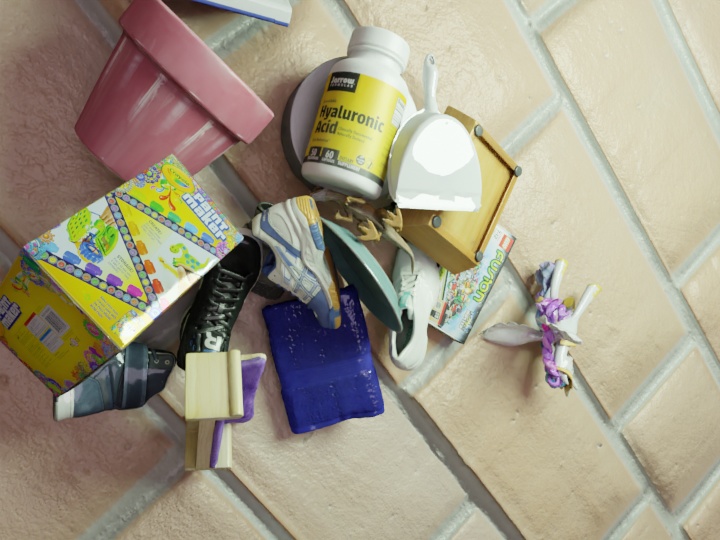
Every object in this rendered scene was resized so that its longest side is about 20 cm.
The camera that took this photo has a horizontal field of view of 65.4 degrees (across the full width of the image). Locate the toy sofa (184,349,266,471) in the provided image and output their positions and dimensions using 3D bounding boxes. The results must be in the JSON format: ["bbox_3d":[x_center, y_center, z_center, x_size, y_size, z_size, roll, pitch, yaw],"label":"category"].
[{"bbox_3d":[-0.175,0.185,0.719,0.096,0.201,0.084,2,54,-17],"label":"toy sofa"}]

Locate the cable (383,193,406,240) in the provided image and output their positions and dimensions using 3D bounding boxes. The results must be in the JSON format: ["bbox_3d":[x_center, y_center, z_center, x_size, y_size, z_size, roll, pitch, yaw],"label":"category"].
[{"bbox_3d":[0.114,-0.095,0.884,0.198,0.050,0.098,-15,126,-26],"label":"cable"}]

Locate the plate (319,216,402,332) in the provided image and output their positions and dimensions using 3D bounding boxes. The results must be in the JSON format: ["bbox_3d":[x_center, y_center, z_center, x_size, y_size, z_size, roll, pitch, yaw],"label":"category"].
[{"bbox_3d":[0.000,0.000,0.771,0.025,0.200,0.201,-37,105,-10],"label":"plate"}]

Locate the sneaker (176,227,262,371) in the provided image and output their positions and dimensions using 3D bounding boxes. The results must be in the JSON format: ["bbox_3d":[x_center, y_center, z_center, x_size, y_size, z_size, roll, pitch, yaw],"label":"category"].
[{"bbox_3d":[-0.174,0.053,0.711,0.072,0.113,0.201,18,123,-25],"label":"sneaker"}]

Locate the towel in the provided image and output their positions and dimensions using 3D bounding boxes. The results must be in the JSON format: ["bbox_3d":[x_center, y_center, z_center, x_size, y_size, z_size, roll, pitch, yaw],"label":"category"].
[{"bbox_3d":[-0.054,0.130,0.828,0.146,0.050,0.203,-13,101,0],"label":"towel"}]

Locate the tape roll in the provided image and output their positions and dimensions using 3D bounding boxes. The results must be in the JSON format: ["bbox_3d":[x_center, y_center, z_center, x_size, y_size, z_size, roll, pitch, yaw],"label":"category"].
[{"bbox_3d":[-0.014,-0.203,0.824,0.198,0.066,0.203,-2,95,-20],"label":"tape roll"}]

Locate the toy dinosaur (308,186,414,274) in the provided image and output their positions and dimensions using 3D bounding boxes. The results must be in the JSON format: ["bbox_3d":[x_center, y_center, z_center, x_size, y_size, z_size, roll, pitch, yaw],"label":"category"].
[{"bbox_3d":[0.026,-0.061,0.750,0.199,0.106,0.061,36,94,-17],"label":"toy dinosaur"}]

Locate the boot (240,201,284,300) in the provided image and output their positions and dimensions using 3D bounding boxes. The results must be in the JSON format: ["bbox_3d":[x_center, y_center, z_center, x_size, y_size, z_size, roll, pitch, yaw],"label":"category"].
[{"bbox_3d":[-0.157,-0.046,0.749,0.198,0.068,0.131,21,125,-27],"label":"boot"}]

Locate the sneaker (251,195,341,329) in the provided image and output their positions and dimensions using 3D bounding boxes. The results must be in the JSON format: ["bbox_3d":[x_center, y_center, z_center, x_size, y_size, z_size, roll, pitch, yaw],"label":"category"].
[{"bbox_3d":[-0.079,-0.002,0.721,0.087,0.076,0.202,-14,125,2],"label":"sneaker"}]

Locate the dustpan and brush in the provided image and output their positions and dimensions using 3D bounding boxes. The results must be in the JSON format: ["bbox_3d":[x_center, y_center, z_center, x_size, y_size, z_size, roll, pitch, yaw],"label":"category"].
[{"bbox_3d":[0.096,-0.182,0.731,0.138,0.057,0.203,0,98,-26],"label":"dustpan and brush"}]

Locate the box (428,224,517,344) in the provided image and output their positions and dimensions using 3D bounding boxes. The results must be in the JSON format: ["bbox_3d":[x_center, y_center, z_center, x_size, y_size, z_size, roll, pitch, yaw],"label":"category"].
[{"bbox_3d":[0.168,0.006,0.925,0.109,0.035,0.202,30,83,-20],"label":"box"}]

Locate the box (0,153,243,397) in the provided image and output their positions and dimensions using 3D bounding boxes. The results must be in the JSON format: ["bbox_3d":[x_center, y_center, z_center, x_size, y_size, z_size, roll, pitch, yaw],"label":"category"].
[{"bbox_3d":[-0.267,0.008,0.611,0.122,0.199,0.193,50,43,-12],"label":"box"}]

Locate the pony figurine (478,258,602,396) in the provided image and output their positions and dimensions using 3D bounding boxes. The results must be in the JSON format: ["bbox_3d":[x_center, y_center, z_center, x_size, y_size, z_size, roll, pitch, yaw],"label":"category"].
[{"bbox_3d":[0.321,0.089,0.943,0.192,0.166,0.202,30,68,-28],"label":"pony figurine"}]

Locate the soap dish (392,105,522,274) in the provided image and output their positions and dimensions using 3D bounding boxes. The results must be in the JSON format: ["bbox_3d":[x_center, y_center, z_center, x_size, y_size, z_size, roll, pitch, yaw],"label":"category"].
[{"bbox_3d":[0.147,-0.113,0.829,0.157,0.081,0.202,33,79,-37],"label":"soap dish"}]

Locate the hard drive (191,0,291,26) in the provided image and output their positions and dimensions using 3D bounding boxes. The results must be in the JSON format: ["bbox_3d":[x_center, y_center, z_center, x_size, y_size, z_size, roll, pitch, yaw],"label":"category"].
[{"bbox_3d":[-0.193,-0.367,0.716,0.197,0.133,0.026,7,127,-21],"label":"hard drive"}]

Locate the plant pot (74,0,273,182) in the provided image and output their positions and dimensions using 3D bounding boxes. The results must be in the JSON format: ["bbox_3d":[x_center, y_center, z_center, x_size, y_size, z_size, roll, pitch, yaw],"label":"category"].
[{"bbox_3d":[-0.236,-0.197,0.684,0.179,0.200,0.200,-46,108,4],"label":"plant pot"}]

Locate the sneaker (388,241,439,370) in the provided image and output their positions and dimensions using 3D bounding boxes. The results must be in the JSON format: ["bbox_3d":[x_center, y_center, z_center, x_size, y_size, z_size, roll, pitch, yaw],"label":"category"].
[{"bbox_3d":[0.075,0.045,0.842,0.074,0.088,0.203,0,75,18],"label":"sneaker"}]

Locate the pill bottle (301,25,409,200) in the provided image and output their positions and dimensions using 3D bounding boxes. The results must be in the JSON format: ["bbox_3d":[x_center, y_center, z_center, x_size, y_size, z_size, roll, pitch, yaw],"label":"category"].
[{"bbox_3d":[0.000,-0.204,0.736,0.110,0.111,0.203,17,87,-21],"label":"pill bottle"}]

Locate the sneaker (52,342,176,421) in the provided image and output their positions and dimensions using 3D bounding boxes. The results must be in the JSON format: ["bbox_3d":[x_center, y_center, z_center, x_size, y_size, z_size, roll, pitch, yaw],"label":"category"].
[{"bbox_3d":[-0.316,0.082,0.729,0.144,0.077,0.205,1,86,-30],"label":"sneaker"}]
